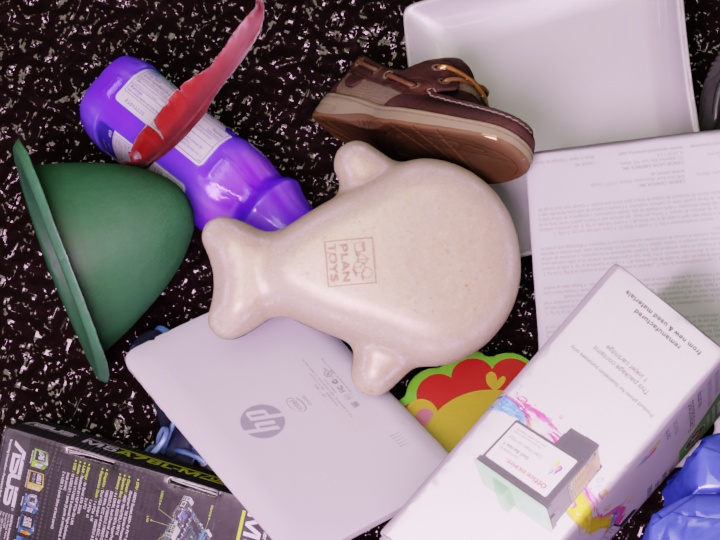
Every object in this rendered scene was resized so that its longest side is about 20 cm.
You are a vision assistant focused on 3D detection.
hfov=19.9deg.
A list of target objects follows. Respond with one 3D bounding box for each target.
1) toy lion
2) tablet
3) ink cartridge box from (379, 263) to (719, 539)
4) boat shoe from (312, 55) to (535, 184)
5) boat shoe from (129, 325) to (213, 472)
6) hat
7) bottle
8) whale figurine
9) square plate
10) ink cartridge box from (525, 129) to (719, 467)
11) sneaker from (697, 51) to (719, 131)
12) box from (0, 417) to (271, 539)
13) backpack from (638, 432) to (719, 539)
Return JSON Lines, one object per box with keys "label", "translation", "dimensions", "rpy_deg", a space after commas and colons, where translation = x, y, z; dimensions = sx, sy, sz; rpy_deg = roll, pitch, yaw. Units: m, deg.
{"label": "toy lion", "translation": [0.058, 0.145, 1.284], "dimensions": [0.198, 0.069, 0.193], "rpy_deg": [-4, 66, -6]}
{"label": "tablet", "translation": [-0.044, 0.089, 1.273], "dimensions": [0.129, 0.014, 0.200], "rpy_deg": [-24, 50, -27]}
{"label": "ink cartridge box", "translation": [0.113, 0.112, 1.160], "dimensions": [0.084, 0.145, 0.200], "rpy_deg": [40, 84, 17]}
{"label": "boat shoe", "translation": [0.048, -0.108, 1.332], "dimensions": [0.199, 0.072, 0.072], "rpy_deg": [15, 72, 55]}
{"label": "boat shoe", "translation": [-0.100, 0.126, 1.315], "dimensions": [0.068, 0.084, 0.201], "rpy_deg": [-31, 67, -13]}
{"label": "hat", "translation": [-0.118, -0.039, 1.330], "dimensions": [0.175, 0.200, 0.167], "rpy_deg": [-22, 79, -11]}
{"label": "bottle", "translation": [-0.098, -0.063, 1.375], "dimensions": [0.200, 0.084, 0.065], "rpy_deg": [38, 81, 19]}
{"label": "whale figurine", "translation": [0.000, 0.000, 1.297], "dimensions": [0.198, 0.104, 0.161], "rpy_deg": [-6, 85, -5]}
{"label": "square plate", "translation": [0.129, -0.105, 1.357], "dimensions": [0.198, 0.028, 0.200], "rpy_deg": [-13, 71, 24]}
{"label": "ink cartridge box", "translation": [0.187, 0.018, 1.266], "dimensions": [0.161, 0.057, 0.202], "rpy_deg": [-5, 90, 24]}
{"label": "sneaker", "translation": [0.258, -0.047, 1.306], "dimensions": [0.104, 0.060, 0.202], "rpy_deg": [10, 79, 42]}
{"label": "box", "translation": [-0.150, 0.214, 1.282], "dimensions": [0.191, 0.047, 0.202], "rpy_deg": [14, 98, 12]}
{"label": "backpack", "translation": [0.229, 0.191, 1.179], "dimensions": [0.161, 0.200, 0.169], "rpy_deg": [11, 70, 4]}
